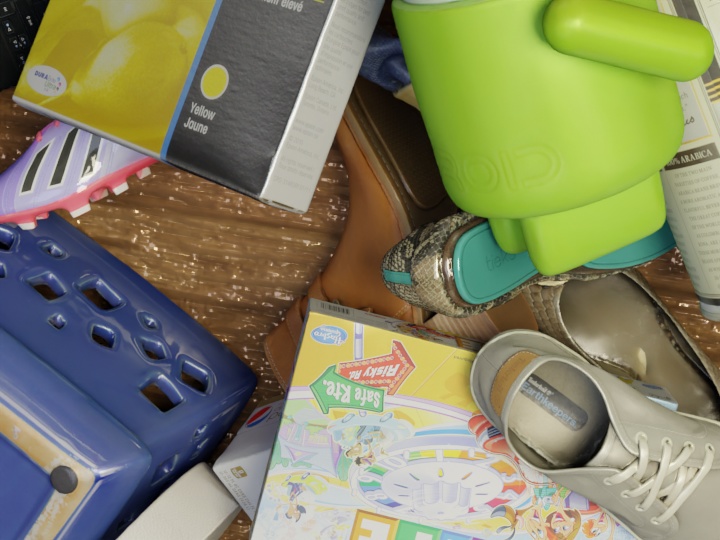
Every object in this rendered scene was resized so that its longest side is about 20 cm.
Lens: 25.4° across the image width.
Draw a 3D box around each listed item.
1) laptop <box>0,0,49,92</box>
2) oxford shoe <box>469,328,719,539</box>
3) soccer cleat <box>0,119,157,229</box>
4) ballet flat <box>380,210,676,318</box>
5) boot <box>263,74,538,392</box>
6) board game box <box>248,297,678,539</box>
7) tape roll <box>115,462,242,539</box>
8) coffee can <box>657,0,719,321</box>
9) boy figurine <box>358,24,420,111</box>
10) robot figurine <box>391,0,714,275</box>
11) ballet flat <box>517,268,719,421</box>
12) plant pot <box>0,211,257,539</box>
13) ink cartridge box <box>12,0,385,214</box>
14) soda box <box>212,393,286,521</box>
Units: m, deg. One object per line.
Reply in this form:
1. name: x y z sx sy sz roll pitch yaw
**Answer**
1. laptop: -0.164 -0.213 0.895 0.103 0.199 0.178 -13 102 58
2. oxford shoe: 0.143 0.097 0.801 0.199 0.058 0.075 31 97 -8
3. soccer cleat: -0.136 -0.088 0.929 0.199 0.067 0.077 -23 100 6
4. ballet flat: 0.090 -0.022 0.846 0.075 0.199 0.068 4 107 50
5. boot: 0.000 0.000 0.929 0.155 0.077 0.201 -36 84 36
6. board game box: 0.052 0.105 0.846 0.199 0.034 0.135 14 101 -4
7. tape roll: -0.145 0.196 0.925 0.037 0.203 0.203 42 110 5
8. coffee can: 0.203 -0.094 0.803 0.146 0.146 0.201 -20 98 19
9. boy figurine: 0.055 -0.107 0.858 0.199 0.124 0.065 15 93 -6
10. robot figurine: 0.078 -0.103 0.724 0.115 0.175 0.201 -22 109 -10
11. ballet flat: 0.155 0.046 0.883 0.067 0.046 0.200 -39 80 -8
12. plant pot: -0.210 0.099 0.944 0.200 0.180 0.200 38 109 3
13. ink cartridge box: -0.074 -0.152 0.825 0.197 0.047 0.201 22 94 38
14. soda box: 0.005 0.161 0.930 0.068 0.064 0.200 -21 113 39
